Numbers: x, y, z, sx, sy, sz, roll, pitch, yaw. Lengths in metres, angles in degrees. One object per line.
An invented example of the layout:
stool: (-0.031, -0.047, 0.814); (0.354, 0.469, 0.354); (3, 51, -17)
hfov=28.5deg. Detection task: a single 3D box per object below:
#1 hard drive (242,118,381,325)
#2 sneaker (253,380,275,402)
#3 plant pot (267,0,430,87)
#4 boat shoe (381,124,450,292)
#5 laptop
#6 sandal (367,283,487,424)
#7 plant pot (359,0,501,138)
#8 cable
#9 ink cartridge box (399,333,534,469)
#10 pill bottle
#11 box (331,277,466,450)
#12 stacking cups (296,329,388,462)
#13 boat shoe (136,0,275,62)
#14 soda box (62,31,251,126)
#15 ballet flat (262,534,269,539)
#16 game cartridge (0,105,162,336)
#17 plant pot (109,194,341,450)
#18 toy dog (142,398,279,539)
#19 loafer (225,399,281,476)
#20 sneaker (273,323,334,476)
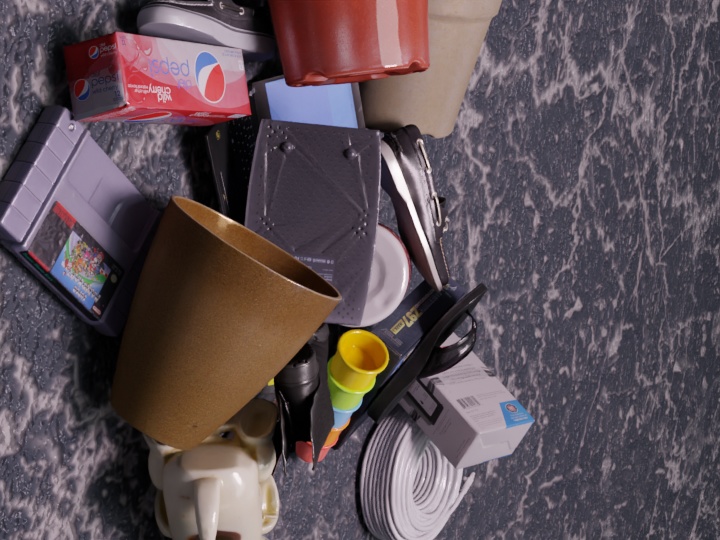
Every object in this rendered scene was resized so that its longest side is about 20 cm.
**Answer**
hard drive: (-0.050, -0.049, 1.443); (0.042, 0.134, 0.201); (-107, -157, -82)
sneaker: (-0.107, 0.095, 1.546); (0.200, 0.074, 0.085); (-47, 158, -47)
plant pot: (-0.013, -0.289, 1.413); (0.201, 0.200, 0.196); (-14, 98, -57)
boat shoe: (0.069, -0.069, 1.592); (0.060, 0.074, 0.201); (-29, 113, -14)
laptop: (-0.070, -0.107, 1.497); (0.200, 0.103, 0.178); (-61, 146, -55)
sandal: (0.087, 0.101, 1.612); (0.201, 0.048, 0.075); (-51, 170, 7)
plant pot: (0.057, -0.255, 1.611); (0.200, 0.200, 0.184); (-21, 128, -55)
cable: (0.071, 0.265, 1.873); (0.200, 0.069, 0.200); (-54, 139, -36)
ink cartridge box: (0.112, 0.154, 1.820); (0.116, 0.200, 0.068); (-5, 134, -46)
pill bottle: (0.000, 0.000, 1.574); (0.200, 0.114, 0.115); (-40, 138, -86)
box: (0.031, 0.106, 1.680); (0.158, 0.051, 0.200); (-43, 169, -47)
stacking cups: (-0.032, 0.147, 1.606); (0.061, 0.060, 0.200); (-45, 170, -44)
boat shoe: (-0.147, -0.249, 1.375); (0.200, 0.070, 0.067); (1, 85, -57)
soda box: (-0.184, -0.174, 1.311); (0.200, 0.063, 0.070); (-8, 89, -62)
ballet flat: (-0.107, 0.334, 1.600); (0.200, 0.074, 0.074); (53, 54, -50)
game cartridge: (-0.252, -0.039, 1.291); (0.200, 0.038, 0.130); (54, 49, -50)
plant pot: (-0.149, 0.060, 1.337); (0.200, 0.186, 0.186); (-58, 149, 5)
toy dog: (-0.136, 0.253, 1.418); (0.139, 0.194, 0.201); (-8, 117, -14)
loafer: (-0.087, 0.164, 1.580); (0.200, 0.071, 0.073); (-63, 145, -27)
sneaker: (-0.059, 0.121, 1.437); (0.200, 0.060, 0.105); (-82, 164, -75)
